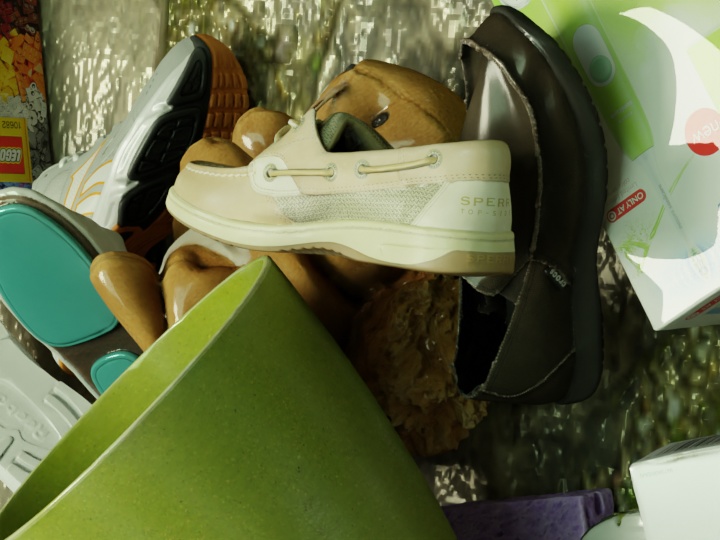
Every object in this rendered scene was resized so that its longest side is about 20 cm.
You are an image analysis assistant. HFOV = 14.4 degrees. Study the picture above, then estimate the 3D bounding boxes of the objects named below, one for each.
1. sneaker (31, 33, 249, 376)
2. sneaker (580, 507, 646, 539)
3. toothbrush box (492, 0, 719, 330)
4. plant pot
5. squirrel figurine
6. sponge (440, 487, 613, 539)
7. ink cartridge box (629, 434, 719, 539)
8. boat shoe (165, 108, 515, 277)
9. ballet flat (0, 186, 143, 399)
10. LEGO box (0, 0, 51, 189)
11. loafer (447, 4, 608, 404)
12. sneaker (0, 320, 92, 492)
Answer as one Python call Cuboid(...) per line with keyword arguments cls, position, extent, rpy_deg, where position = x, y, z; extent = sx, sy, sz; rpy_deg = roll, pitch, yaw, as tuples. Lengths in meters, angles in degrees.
Cuboid(cls="sneaker", position=(-0.135, -0.047, 1.514), extent=(0.092, 0.076, 0.200), rpy_deg=(42, 113, 34))
Cuboid(cls="sneaker", position=(0.185, 0.146, 1.271), extent=(0.200, 0.074, 0.085), rpy_deg=(-1, 90, 37))
Cuboid(cls="toothbrush box", position=(0.163, -0.094, 1.279), extent=(0.146, 0.086, 0.200), rpy_deg=(-35, 72, 33))
Cuboid(cls="plant pot", position=(-0.037, 0.128, 1.281), extent=(0.200, 0.187, 0.187), rpy_deg=(45, 120, -8))
Cuboid(cls="squirrel figurine", position=(0.000, 0.000, 1.394), extent=(0.187, 0.142, 0.200), rpy_deg=(-38, 83, 20))
Cuboid(cls="sponge", position=(0.083, 0.210, 1.378), extent=(0.111, 0.030, 0.200), rpy_deg=(-11, 85, 38))
Cuboid(cls="ink cartridge box", position=(0.193, 0.165, 1.209), extent=(0.109, 0.050, 0.200), rpy_deg=(-13, 92, 28))
Cuboid(cls="boat shoe", position=(-0.009, -0.039, 1.265), extent=(0.200, 0.072, 0.065), rpy_deg=(10, 98, 47))
Cuboid(cls="ballet flat", position=(-0.128, 0.022, 1.455), extent=(0.069, 0.069, 0.200), rpy_deg=(-13, 126, 36))
Cuboid(cls="LEGO box", position=(-0.274, -0.088, 1.613), extent=(0.200, 0.077, 0.149), rpy_deg=(-9, 85, 37))
Cuboid(cls="loafer", position=(0.066, -0.020, 1.275), extent=(0.073, 0.071, 0.200), rpy_deg=(38, 141, 56))
Cuboid(cls="sneaker", position=(-0.212, 0.060, 1.540), extent=(0.076, 0.081, 0.200), rpy_deg=(-40, 81, -13))
